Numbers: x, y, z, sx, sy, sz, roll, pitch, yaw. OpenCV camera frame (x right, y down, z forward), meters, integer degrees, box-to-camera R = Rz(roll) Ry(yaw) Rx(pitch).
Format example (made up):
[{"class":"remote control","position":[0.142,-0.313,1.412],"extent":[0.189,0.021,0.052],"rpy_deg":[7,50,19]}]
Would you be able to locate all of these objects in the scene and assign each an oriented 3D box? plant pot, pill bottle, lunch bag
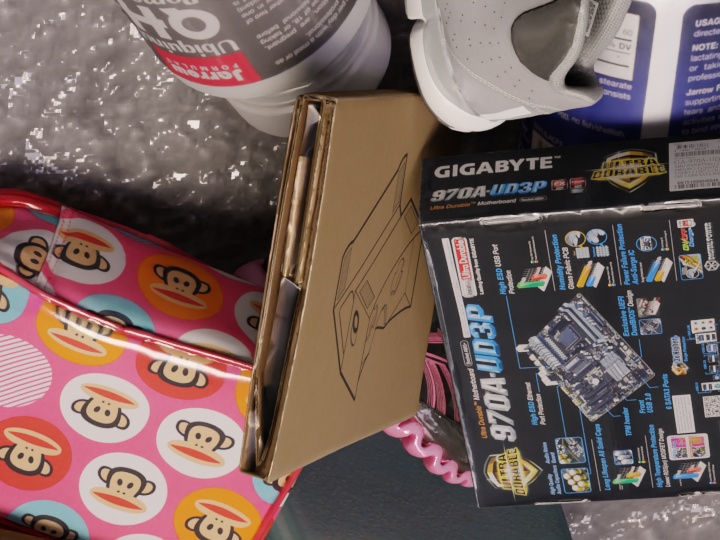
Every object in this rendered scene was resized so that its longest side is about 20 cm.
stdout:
[{"class":"plant pot","position":[0.009,0.218,1.377],"extent":[0.195,0.200,0.197],"rpy_deg":[10,120,-25]},{"class":"pill bottle","position":[0.136,-0.119,1.241],"extent":[0.115,0.116,0.201],"rpy_deg":[-7,126,-15]},{"class":"pill bottle","position":[-0.059,-0.144,1.146],"extent":[0.110,0.111,0.200],"rpy_deg":[-32,142,4]},{"class":"lunch bag","position":[-0.126,0.069,1.265],"extent":[0.199,0.082,0.177],"rpy_deg":[22,123,-9]}]

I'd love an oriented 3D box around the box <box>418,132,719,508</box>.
[{"class":"box","position":[0.119,0.028,1.251],"extent":[0.158,0.046,0.201],"rpy_deg":[-5,134,10]}]

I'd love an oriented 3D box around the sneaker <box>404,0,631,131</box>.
[{"class":"sneaker","position":[0.067,-0.160,1.161],"extent":[0.075,0.115,0.201],"rpy_deg":[-37,117,-44]}]

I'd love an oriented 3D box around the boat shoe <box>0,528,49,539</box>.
[{"class":"boat shoe","position":[-0.118,0.175,1.269],"extent":[0.199,0.074,0.066],"rpy_deg":[20,148,-8]}]

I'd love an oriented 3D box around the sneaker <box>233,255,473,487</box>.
[{"class":"sneaker","position":[0.029,0.034,1.343],"extent":[0.095,0.079,0.200],"rpy_deg":[-48,127,2]}]

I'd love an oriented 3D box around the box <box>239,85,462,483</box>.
[{"class":"box","position":[0.000,0.000,1.197],"extent":[0.021,0.200,0.165],"rpy_deg":[11,98,17]}]
